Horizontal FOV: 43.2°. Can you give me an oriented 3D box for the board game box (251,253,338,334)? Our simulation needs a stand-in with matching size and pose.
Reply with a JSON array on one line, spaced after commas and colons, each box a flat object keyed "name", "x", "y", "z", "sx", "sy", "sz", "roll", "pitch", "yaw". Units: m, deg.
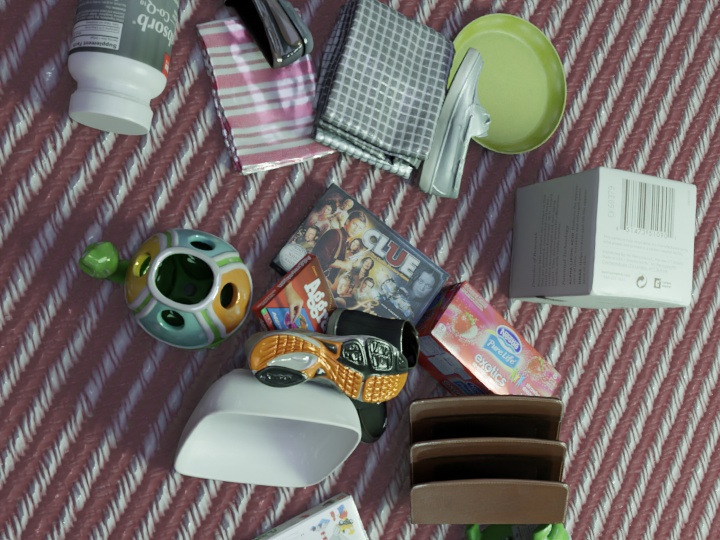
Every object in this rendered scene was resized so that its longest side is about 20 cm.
[{"name": "board game box", "x": -0.060, "y": 0.088, "z": 1.127, "sx": 0.103, "sy": 0.019, "sz": 0.201, "roll": -47, "pitch": 134, "yaw": -30}]

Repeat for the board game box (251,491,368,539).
[{"name": "board game box", "x": -0.079, "y": 0.386, "z": 1.154, "sx": 0.198, "sy": 0.035, "sz": 0.127, "roll": -23, "pitch": 95, "yaw": -21}]

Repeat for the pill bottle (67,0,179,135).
[{"name": "pill bottle", "x": -0.279, "y": -0.270, "z": 1.069, "sx": 0.115, "sy": 0.116, "sz": 0.202, "roll": 10, "pitch": 84, "yaw": -21}]

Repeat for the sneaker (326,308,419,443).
[{"name": "sneaker", "x": 0.026, "y": 0.143, "z": 1.138, "sx": 0.075, "sy": 0.105, "sz": 0.202, "roll": -51, "pitch": 138, "yaw": -46}]

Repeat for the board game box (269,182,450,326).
[{"name": "board game box", "x": 0.000, "y": 0.000, "z": 1.186, "sx": 0.199, "sy": 0.035, "sz": 0.136, "roll": 37, "pitch": 74, "yaw": -3}]

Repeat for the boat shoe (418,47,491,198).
[{"name": "boat shoe", "x": 0.138, "y": -0.195, "z": 1.228, "sx": 0.071, "sy": 0.070, "sz": 0.203, "roll": 18, "pitch": 103, "yaw": 1}]

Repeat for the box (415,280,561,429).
[{"name": "box", "x": 0.159, "y": 0.118, "z": 1.224, "sx": 0.200, "sy": 0.099, "sz": 0.096, "roll": 44, "pitch": 65, "yaw": -13}]

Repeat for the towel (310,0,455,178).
[{"name": "towel", "x": 0.031, "y": -0.242, "z": 1.193, "sx": 0.164, "sy": 0.085, "sz": 0.202, "roll": 21, "pitch": 73, "yaw": -24}]

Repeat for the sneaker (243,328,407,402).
[{"name": "sneaker", "x": -0.041, "y": 0.098, "z": 1.047, "sx": 0.198, "sy": 0.092, "sz": 0.077, "roll": 13, "pitch": 95, "yaw": -24}]

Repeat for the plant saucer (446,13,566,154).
[{"name": "plant saucer", "x": 0.204, "y": -0.265, "z": 1.306, "sx": 0.198, "sy": 0.031, "sz": 0.203, "roll": 1, "pitch": 86, "yaw": -20}]

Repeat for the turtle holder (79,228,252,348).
[{"name": "turtle holder", "x": -0.214, "y": 0.006, "z": 1.057, "sx": 0.185, "sy": 0.132, "sz": 0.141, "roll": 44, "pitch": 80, "yaw": 2}]

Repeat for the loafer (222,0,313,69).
[{"name": "loafer", "x": -0.142, "y": -0.341, "z": 1.139, "sx": 0.063, "sy": 0.072, "sz": 0.200, "roll": -39, "pitch": 89, "yaw": -20}]

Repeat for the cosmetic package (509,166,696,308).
[{"name": "cosmetic package", "x": 0.328, "y": -0.037, "z": 1.250, "sx": 0.163, "sy": 0.200, "sz": 0.167, "roll": 7, "pitch": 84, "yaw": -21}]

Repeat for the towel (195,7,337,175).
[{"name": "towel", "x": -0.119, "y": -0.235, "z": 1.177, "sx": 0.145, "sy": 0.030, "sz": 0.202, "roll": -16, "pitch": 93, "yaw": -22}]

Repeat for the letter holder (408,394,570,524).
[{"name": "letter holder", "x": 0.160, "y": 0.238, "z": 1.150, "sx": 0.197, "sy": 0.101, "sz": 0.143, "roll": -1, "pitch": 131, "yaw": 3}]

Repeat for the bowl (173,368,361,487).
[{"name": "bowl", "x": -0.112, "y": 0.186, "z": 1.083, "sx": 0.198, "sy": 0.200, "sz": 0.075, "roll": 11, "pitch": 52, "yaw": -20}]

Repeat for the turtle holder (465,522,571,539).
[{"name": "turtle holder", "x": 0.205, "y": 0.407, "z": 1.210, "sx": 0.185, "sy": 0.141, "sz": 0.133, "roll": -35, "pitch": 104, "yaw": -21}]
